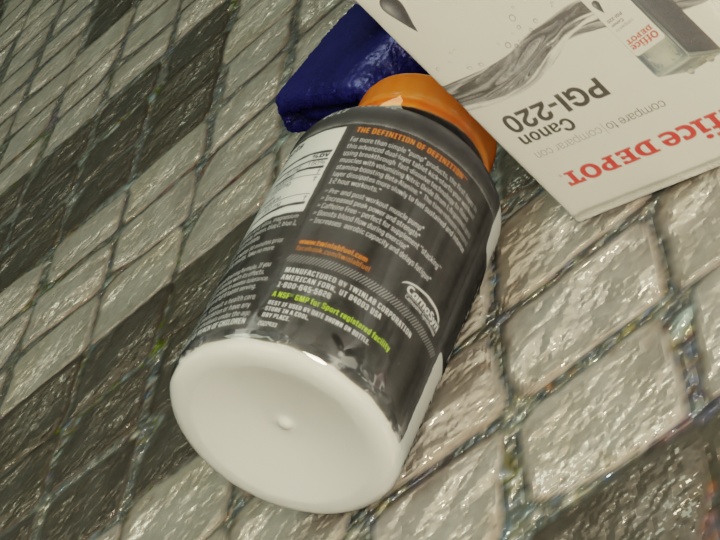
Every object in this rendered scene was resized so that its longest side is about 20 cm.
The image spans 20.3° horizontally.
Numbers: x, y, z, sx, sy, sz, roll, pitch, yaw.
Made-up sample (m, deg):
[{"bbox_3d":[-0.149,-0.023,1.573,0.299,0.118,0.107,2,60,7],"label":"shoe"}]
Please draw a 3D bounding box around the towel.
[{"bbox_3d":[0.043,-0.157,1.199,0.200,0.050,0.147,-49,17,-15],"label":"towel"}]

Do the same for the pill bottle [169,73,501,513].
[{"bbox_3d":[0.000,0.000,0.890,0.106,0.106,0.201,-26,28,42],"label":"pill bottle"}]

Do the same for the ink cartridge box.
[{"bbox_3d":[0.087,-0.128,0.827,0.145,0.200,0.085,-22,35,47],"label":"ink cartridge box"}]

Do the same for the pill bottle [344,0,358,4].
[{"bbox_3d":[0.023,-0.247,1.178,0.111,0.111,0.201,-32,21,31],"label":"pill bottle"}]
